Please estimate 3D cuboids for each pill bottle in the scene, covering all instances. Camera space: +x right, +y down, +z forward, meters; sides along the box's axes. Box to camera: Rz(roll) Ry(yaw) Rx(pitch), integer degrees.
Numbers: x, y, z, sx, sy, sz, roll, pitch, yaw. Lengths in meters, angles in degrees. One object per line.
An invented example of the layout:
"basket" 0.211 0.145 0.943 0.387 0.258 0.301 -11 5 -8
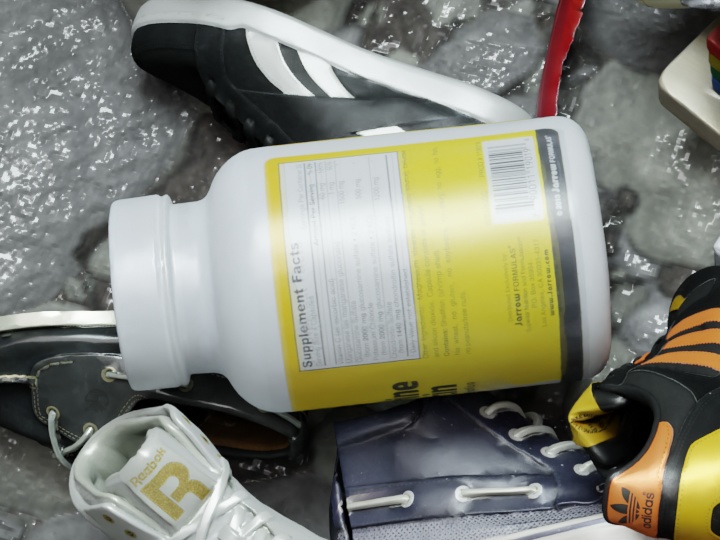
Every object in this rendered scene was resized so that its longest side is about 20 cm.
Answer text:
"pill bottle" 0.000 0.000 1.133 0.200 0.112 0.112 -6 67 1

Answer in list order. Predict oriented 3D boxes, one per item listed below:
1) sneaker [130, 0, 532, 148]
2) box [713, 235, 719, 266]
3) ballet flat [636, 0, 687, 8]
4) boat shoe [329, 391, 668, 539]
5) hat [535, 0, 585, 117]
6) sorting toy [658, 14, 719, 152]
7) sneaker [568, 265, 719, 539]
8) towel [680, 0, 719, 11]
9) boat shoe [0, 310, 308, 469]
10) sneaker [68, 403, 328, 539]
"sneaker" -0.030 -0.049 1.231 0.200 0.073 0.112 18 73 16
"box" 0.278 -0.017 1.184 0.200 0.041 0.156 30 75 18
"ballet flat" 0.192 -0.183 1.209 0.069 0.069 0.200 36 66 20
"boat shoe" 0.079 0.089 1.155 0.200 0.075 0.093 -11 72 4
"hat" 0.084 -0.187 1.297 0.166 0.176 0.200 26 34 14
"sorting toy" 0.265 -0.096 1.160 0.199 0.070 0.200 -44 67 -11
"sneaker" 0.128 0.049 1.110 0.090 0.070 0.200 3 24 -3
"towel" 0.231 -0.181 1.103 0.200 0.086 0.166 2 48 9
"boat shoe" -0.120 0.056 1.204 0.200 0.072 0.068 -3 67 5
"sneaker" -0.050 0.118 1.091 0.074 0.116 0.200 -52 32 -13
